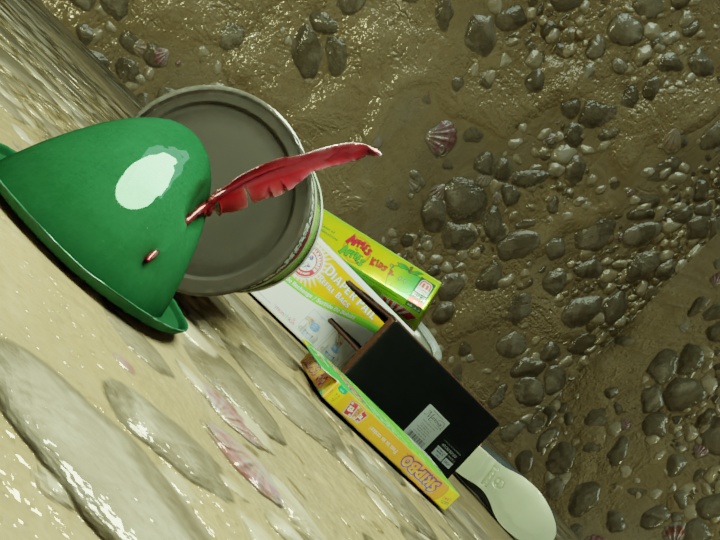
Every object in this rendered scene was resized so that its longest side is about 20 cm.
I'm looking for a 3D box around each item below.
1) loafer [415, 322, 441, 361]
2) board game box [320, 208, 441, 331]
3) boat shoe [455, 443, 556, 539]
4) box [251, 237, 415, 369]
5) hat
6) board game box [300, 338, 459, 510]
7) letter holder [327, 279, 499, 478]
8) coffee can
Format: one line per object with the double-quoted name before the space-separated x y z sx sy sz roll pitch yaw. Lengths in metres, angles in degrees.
"loafer" 0.025 0.067 1.526 0.200 0.070 0.070 37 3 21
"board game box" 0.000 0.000 1.448 0.199 0.048 0.102 32 -25 6
"boat shoe" 0.196 0.306 1.562 0.200 0.071 0.063 41 -4 23
"box" -0.047 0.033 1.346 0.200 0.101 0.112 45 -1 -21
"hat" -0.106 -0.078 0.684 0.166 0.176 0.200 45 0 2
"board game box" 0.013 0.149 1.099 0.200 0.030 0.096 48 -2 -22
"letter holder" 0.035 0.121 1.248 0.200 0.101 0.142 45 -2 -31
"coffee can" -0.105 -0.055 0.877 0.146 0.146 0.200 45 0 1
